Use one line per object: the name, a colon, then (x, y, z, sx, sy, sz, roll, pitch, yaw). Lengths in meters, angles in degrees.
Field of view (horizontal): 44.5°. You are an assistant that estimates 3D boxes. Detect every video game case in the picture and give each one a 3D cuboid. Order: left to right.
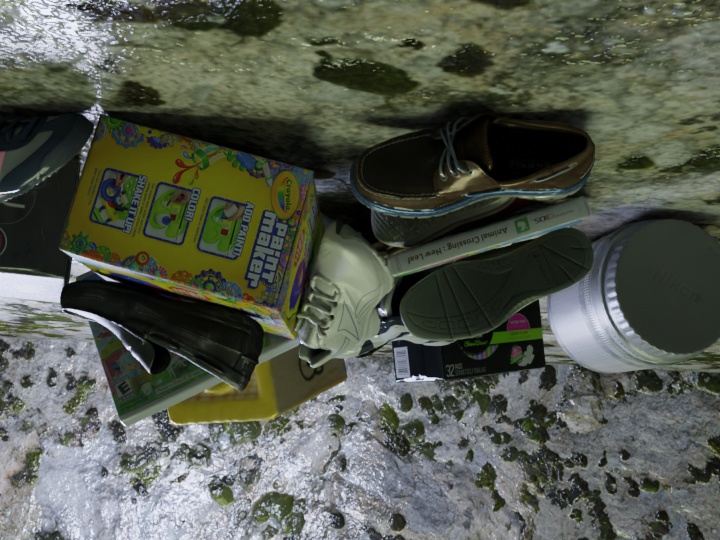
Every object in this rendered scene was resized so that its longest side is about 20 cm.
video game case: (-0.187, 0.042, 0.938, 0.197, 0.184, 0.022, -24, 151, -7)
video game case: (0.131, -0.034, 0.845, 0.179, 0.023, 0.200, -17, 179, 15)

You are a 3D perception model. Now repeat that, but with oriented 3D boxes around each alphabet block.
alphabet block: (-0.158, 0.097, 1.257, 0.193, 0.200, 0.199, -10, -176, 29)

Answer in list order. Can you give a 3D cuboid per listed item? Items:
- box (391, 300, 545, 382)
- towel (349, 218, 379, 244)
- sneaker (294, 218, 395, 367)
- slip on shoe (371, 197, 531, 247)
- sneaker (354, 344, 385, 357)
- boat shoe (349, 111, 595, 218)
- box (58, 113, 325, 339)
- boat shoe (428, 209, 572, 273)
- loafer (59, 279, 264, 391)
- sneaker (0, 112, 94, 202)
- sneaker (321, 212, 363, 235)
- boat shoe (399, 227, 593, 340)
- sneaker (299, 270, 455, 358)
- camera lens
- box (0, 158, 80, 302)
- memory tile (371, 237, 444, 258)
box: (0.155, 0.080, 1.284, 0.197, 0.152, 0.123, -3, 175, -33)
towel: (0.031, -0.018, 1.144, 0.144, 0.051, 0.200, 6, 169, -14)
sneaker: (-0.021, 0.031, 0.835, 0.074, 0.087, 0.202, 38, 153, 23)
slip on shoe: (0.083, -0.064, 0.832, 0.060, 0.076, 0.198, 8, 164, -42)
sneaker: (0.042, 0.028, 1.097, 0.197, 0.083, 0.072, -27, 135, -10)
boat shoe: (0.087, -0.092, 0.697, 0.195, 0.074, 0.073, -8, 165, 1)
box: (-0.140, -0.031, 0.812, 0.189, 0.125, 0.200, 14, 169, 4)
boat shoe: (0.142, -0.031, 0.995, 0.197, 0.057, 0.069, -22, 130, 23)
loafer: (-0.184, 0.056, 0.788, 0.196, 0.072, 0.068, 13, 169, 12)
sneaker: (-0.319, -0.104, 0.745, 0.197, 0.071, 0.083, -17, 125, 23)
sneaker: (-0.066, -0.029, 1.056, 0.086, 0.075, 0.200, 40, 153, -5)
boat shoe: (0.135, 0.013, 0.884, 0.199, 0.076, 0.065, -25, 180, 4)
sneaker: (0.012, 0.037, 0.962, 0.195, 0.081, 0.130, 1, 153, 13)
camera lens: (0.318, 0.034, 1.022, 0.156, 0.164, 0.200, 4, 170, -8)
box: (-0.355, -0.041, 0.924, 0.104, 0.125, 0.200, 7, 168, -18)
memory tile: (0.000, 0.000, 0.987, 0.151, 0.017, 0.199, -19, 173, -38)
